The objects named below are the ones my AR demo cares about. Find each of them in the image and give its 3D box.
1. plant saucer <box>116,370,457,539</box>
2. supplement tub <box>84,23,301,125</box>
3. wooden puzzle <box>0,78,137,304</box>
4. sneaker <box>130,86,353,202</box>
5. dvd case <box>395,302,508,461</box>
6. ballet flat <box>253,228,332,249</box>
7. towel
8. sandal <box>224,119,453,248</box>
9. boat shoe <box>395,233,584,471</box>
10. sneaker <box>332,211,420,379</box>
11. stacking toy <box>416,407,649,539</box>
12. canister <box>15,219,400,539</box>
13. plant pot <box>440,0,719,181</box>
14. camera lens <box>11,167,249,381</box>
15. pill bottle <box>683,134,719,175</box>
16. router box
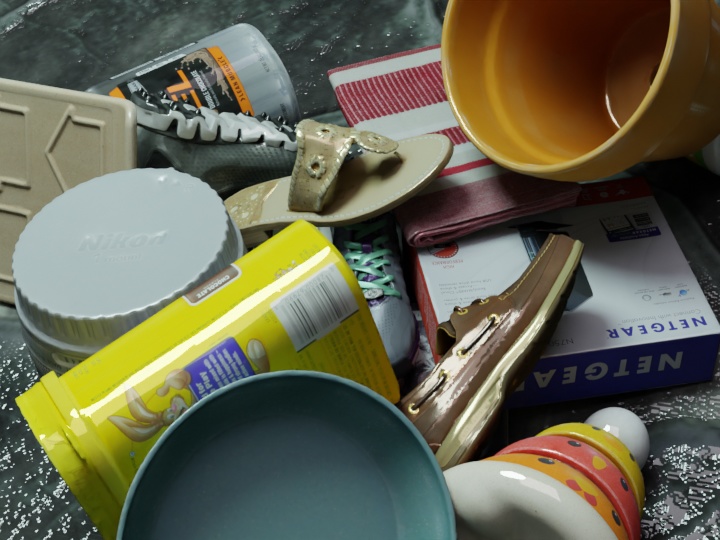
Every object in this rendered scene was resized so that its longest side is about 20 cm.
[{"bbox_3d":[-0.042,0.157,0.776,0.198,0.202,0.036,-29,6,-20],"label":"plant saucer"},{"bbox_3d":[-0.160,-0.122,1.201,0.198,0.124,0.123,-27,45,-16],"label":"supplement tub"},{"bbox_3d":[-0.251,-0.059,1.122,0.198,0.188,0.046,13,21,26],"label":"wooden puzzle"},{"bbox_3d":[-0.102,-0.084,1.137,0.197,0.092,0.066,10,17,-26],"label":"sneaker"},{"bbox_3d":[0.034,0.097,1.003,0.146,0.016,0.201,-3,42,8],"label":"dvd case"},{"bbox_3d":[-0.060,-0.009,1.101,0.068,0.070,0.202,-4,43,7],"label":"ballet flat"},{"bbox_3d":[0.069,-0.106,1.098,0.142,0.023,0.201,-14,50,-14],"label":"towel"},{"bbox_3d":[-0.038,-0.076,1.037,0.210,0.070,0.078,-17,38,30],"label":"sandal"},{"bbox_3d":[0.082,0.047,0.910,0.067,0.072,0.201,30,65,13],"label":"boat shoe"},{"bbox_3d":[0.000,0.000,1.036,0.073,0.089,0.201,-8,32,-1],"label":"sneaker"},{"bbox_3d":[0.130,0.143,0.877,0.144,0.148,0.200,14,31,25],"label":"stacking toy"},{"bbox_3d":[-0.084,0.078,0.830,0.199,0.150,0.087,-33,45,-13],"label":"canister"},{"bbox_3d":[0.191,-0.160,1.035,0.182,0.202,0.200,7,22,-48],"label":"plant pot"},{"bbox_3d":[-0.140,0.054,0.948,0.157,0.202,0.161,-6,42,5],"label":"camera lens"},{"bbox_3d":[0.258,-0.169,1.174,0.110,0.112,0.199,-33,47,-23],"label":"pill bottle"},{"bbox_3d":[0.143,0.014,1.032,0.197,0.049,0.181,-8,42,-7],"label":"router box"}]
